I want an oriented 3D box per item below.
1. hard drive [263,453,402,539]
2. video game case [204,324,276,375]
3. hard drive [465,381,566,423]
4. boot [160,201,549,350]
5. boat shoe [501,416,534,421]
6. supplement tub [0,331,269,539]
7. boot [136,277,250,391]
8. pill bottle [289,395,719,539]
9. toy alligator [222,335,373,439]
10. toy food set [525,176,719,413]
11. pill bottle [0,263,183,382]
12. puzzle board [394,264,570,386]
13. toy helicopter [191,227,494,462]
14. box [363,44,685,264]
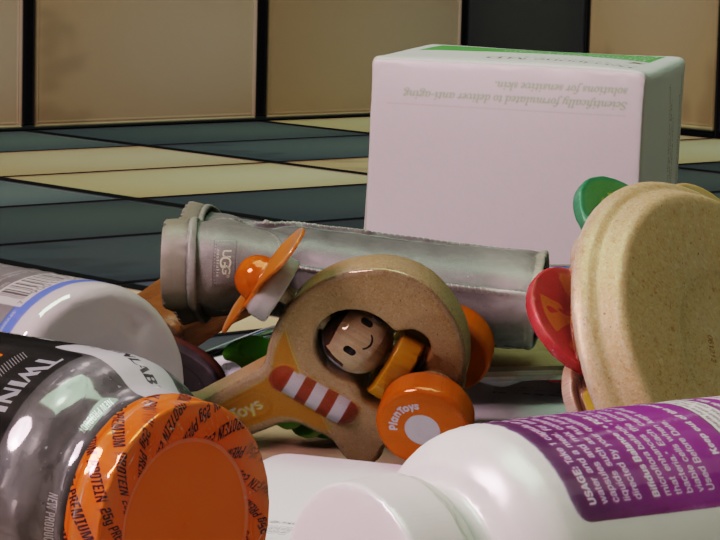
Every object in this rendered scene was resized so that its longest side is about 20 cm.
[{"bbox_3d":[-0.021,0.118,1.245,0.132,0.026,0.200,4,8,21],"label":"hard drive"},{"bbox_3d":[-0.011,0.040,1.686,0.182,0.023,0.200,-14,3,20],"label":"video game case"},{"bbox_3d":[0.113,0.085,1.462,0.132,0.026,0.200,2,8,6],"label":"hard drive"},{"bbox_3d":[0.000,0.002,1.462,0.200,0.073,0.182,-1,7,2],"label":"boot"},{"bbox_3d":[0.093,0.102,1.263,0.068,0.072,0.200,2,-3,42],"label":"boat shoe"},{"bbox_3d":[-0.141,0.086,1.095,0.200,0.123,0.123,7,9,39],"label":"supplement tub"},{"bbox_3d":[-0.104,0.045,1.589,0.188,0.069,0.200,-9,8,39],"label":"boot"},{"bbox_3d":[0.076,0.108,1.007,0.200,0.112,0.112,-3,9,-36],"label":"pill bottle"},{"bbox_3d":[0.004,0.069,1.542,0.200,0.054,0.059,7,-16,-43],"label":"toy alligator"},{"bbox_3d":[0.156,0.047,1.259,0.049,0.200,0.198,-28,-17,38],"label":"toy food set"},{"bbox_3d":[-0.194,0.051,1.390,0.114,0.114,0.200,-6,10,-43],"label":"pill bottle"},{"bbox_3d":[0.096,0.031,1.538,0.200,0.017,0.151,0,21,-21],"label":"puzzle board"},{"bbox_3d":[-0.040,0.049,1.365,0.200,0.132,0.079,-25,25,28],"label":"toy helicopter"},{"bbox_3d":[0.116,-0.055,1.934,0.199,0.200,0.171,5,10,15],"label":"box"}]
